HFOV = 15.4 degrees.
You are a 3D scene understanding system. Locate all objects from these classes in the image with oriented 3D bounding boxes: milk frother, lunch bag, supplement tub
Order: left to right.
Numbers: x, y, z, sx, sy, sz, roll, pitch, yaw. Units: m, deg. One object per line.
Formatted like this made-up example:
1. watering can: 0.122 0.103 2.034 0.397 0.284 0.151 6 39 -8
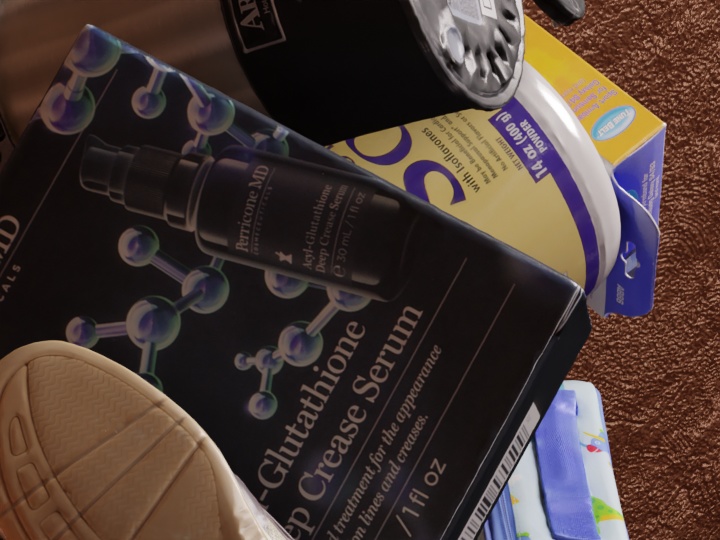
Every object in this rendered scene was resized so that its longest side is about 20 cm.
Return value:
1. milk frother: -0.021 -0.110 1.099 0.200 0.187 0.181 37 46 -53
2. supplement tub: 0.000 0.000 1.171 0.145 0.200 0.146 43 -23 23
3. lunch bag: 0.070 0.146 1.178 0.082 0.161 0.200 6 30 -7

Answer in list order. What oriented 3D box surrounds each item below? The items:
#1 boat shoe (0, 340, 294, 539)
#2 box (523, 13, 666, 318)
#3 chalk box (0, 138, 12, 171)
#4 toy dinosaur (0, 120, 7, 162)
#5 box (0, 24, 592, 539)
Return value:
1. boat shoe: -0.048 0.105 0.843 0.200 0.072 0.065 40 -15 14
2. box: 0.075 -0.065 1.248 0.200 0.041 0.119 39 -25 26
3. chalk box: -0.196 -0.068 1.475 0.124 0.124 0.200 44 -39 -18
4. toy dinosaur: -0.188 -0.012 1.111 0.199 0.102 0.136 23 -26 22
5. box: -0.039 0.030 0.940 0.199 0.149 0.107 28 -5 10
